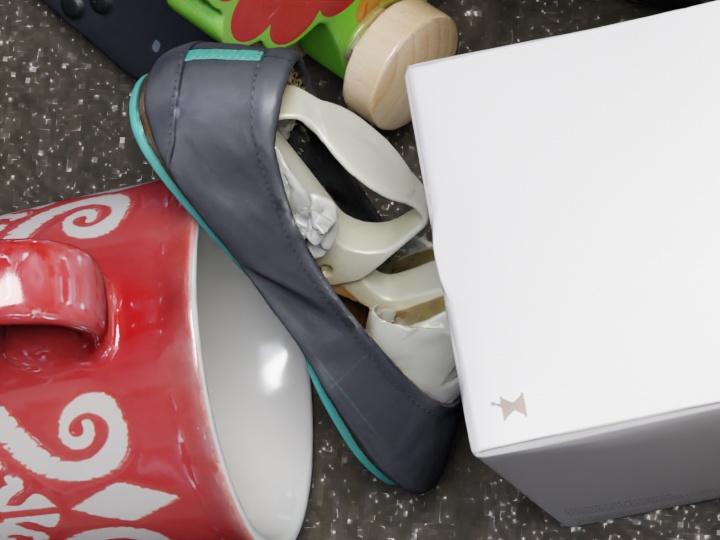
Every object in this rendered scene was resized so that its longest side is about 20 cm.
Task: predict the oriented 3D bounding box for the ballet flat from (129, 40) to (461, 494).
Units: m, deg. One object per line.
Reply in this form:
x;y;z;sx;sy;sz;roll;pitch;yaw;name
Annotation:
0.000;0.000;0.974;0.073;0.200;0.073;-22;37;18;ballet flat

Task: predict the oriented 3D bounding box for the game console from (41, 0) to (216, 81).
-0.089;-0.179;1.046;0.177;0.031;0.201;37;129;15;game console

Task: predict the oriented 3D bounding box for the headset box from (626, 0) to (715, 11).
0.138;-0.117;0.925;0.199;0.149;0.078;19;91;35;headset box

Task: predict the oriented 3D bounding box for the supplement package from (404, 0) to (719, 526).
0.097;0.003;0.943;0.119;0.200;0.122;-12;78;10;supplement package

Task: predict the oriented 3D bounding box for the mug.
-0.135;0.027;1.011;0.199;0.178;0.134;-8;44;15;mug

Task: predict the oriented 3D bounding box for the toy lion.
0.013;-0.148;0.979;0.069;0.192;0.200;35;77;23;toy lion
